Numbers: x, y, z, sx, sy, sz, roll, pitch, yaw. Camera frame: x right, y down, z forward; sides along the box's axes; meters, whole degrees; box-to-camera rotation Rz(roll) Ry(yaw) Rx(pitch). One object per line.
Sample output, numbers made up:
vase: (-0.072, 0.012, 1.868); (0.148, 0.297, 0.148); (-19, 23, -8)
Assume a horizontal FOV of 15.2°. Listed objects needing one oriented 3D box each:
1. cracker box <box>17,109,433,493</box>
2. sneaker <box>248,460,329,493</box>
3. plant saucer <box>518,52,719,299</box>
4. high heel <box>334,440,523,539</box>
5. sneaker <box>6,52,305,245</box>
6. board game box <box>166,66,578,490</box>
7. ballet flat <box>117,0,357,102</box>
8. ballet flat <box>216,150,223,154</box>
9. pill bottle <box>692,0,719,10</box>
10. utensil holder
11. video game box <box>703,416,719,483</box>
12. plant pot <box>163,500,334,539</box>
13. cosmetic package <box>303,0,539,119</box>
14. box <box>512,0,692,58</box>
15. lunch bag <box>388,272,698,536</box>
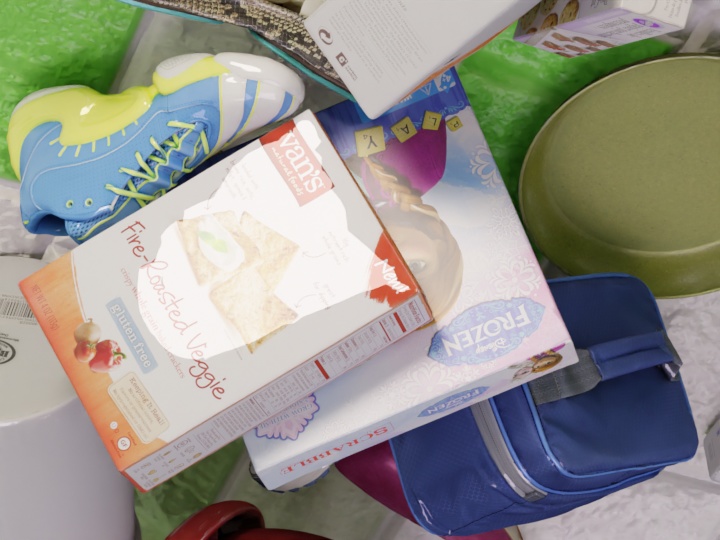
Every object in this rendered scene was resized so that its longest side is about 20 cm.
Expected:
cracker box: (-0.077, 0.017, 1.546); (0.200, 0.134, 0.058); (-31, 159, -1)
sneaker: (-0.032, 0.057, 1.754); (0.085, 0.077, 0.200); (23, 118, -18)
plant saucer: (0.197, -0.064, 1.679); (0.200, 0.031, 0.200); (-1, 134, -2)
high heel: (0.058, 0.182, 1.865); (0.096, 0.067, 0.200); (-23, 126, 3)
sneaker: (-0.120, -0.062, 1.579); (0.200, 0.105, 0.076); (-10, 157, 32)
board game box: (0.000, 0.000, 1.590); (0.200, 0.200, 0.041); (-23, 158, 2)
ballet flat: (-0.063, -0.163, 1.552); (0.200, 0.068, 0.075); (22, 107, -21)
ballet flat: (-0.117, 0.007, 1.698); (0.071, 0.071, 0.200); (7, 132, -11)
pill bottle: (0.257, -0.224, 1.453); (0.200, 0.113, 0.113); (-21, 133, -10)
utensil holder: (-0.228, 0.116, 1.723); (0.170, 0.170, 0.200); (-1, 132, -3)
video game box: (0.362, 0.093, 1.826); (0.200, 0.047, 0.182); (16, 131, -18)
plant pot: (-0.062, 0.260, 1.778); (0.182, 0.200, 0.201); (30, 134, 17)
cosmetic package: (0.064, -0.167, 1.467); (0.071, 0.101, 0.200); (55, 147, 1)
box: (0.135, -0.149, 1.501); (0.039, 0.200, 0.042); (17, 87, -13)
lunch bag: (0.122, 0.080, 1.676); (0.132, 0.136, 0.200); (-25, 169, 38)
